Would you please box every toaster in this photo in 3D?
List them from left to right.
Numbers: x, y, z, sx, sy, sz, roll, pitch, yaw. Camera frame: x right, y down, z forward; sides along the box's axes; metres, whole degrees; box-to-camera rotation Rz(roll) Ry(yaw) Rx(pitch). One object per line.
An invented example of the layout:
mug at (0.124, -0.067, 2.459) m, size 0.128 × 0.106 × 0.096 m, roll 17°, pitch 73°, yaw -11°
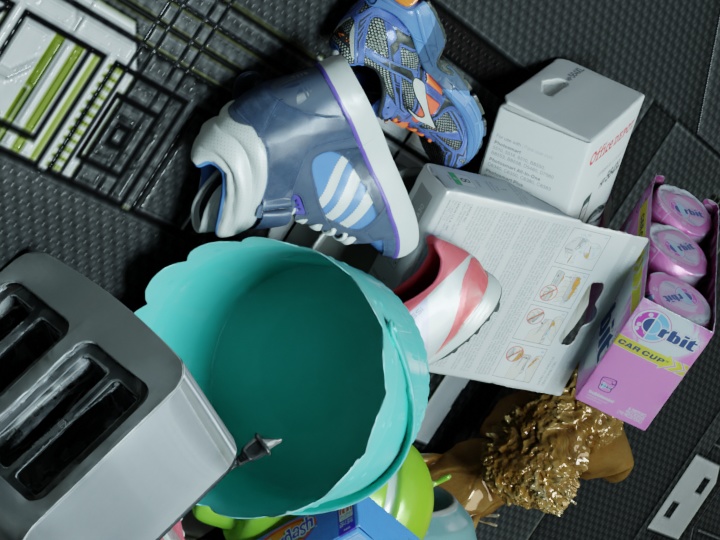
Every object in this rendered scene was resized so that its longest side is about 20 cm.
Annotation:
toaster at (-0.193, 0.105, 1.355) m, size 0.200 × 0.181 × 0.119 m, roll -44°, pitch 145°, yaw -15°

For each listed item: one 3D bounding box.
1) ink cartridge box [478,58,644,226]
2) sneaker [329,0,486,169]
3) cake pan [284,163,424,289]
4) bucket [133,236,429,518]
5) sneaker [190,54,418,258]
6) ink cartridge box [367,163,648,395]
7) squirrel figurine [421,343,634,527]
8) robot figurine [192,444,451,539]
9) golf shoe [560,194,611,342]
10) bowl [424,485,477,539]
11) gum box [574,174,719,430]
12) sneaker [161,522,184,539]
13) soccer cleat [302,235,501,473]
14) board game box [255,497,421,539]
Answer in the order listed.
ink cartridge box at (0.146, -0.054, 1.709) m, size 0.146 × 0.084 × 0.200 m, roll -40°, pitch 151°, yaw -57°
sneaker at (0.029, -0.137, 1.538) m, size 0.078 × 0.075 × 0.200 m, roll -39°, pitch 138°, yaw -7°
cake pan at (0.000, 0.000, 1.646) m, size 0.200 × 0.037 × 0.200 m, roll -33°, pitch 142°, yaw -31°
bucket at (-0.054, 0.077, 1.474) m, size 0.207 × 0.207 × 0.135 m, roll -59°, pitch 160°, yaw 8°
sneaker at (-0.049, -0.055, 1.487) m, size 0.146 × 0.081 × 0.200 m, roll -28°, pitch 140°, yaw -5°
ink cartridge box at (0.104, 0.010, 1.634) m, size 0.200 × 0.050 × 0.161 m, roll 10°, pitch 119°, yaw -33°
squirrel figurine at (0.141, 0.160, 1.877) m, size 0.186 × 0.142 × 0.200 m, roll -26°, pitch 175°, yaw -9°
robot figurine at (-0.032, 0.173, 1.641) m, size 0.200 × 0.116 × 0.176 m, roll 14°, pitch 116°, yaw -17°
golf shoe at (0.178, -0.009, 1.853) m, size 0.091 × 0.075 × 0.200 m, roll -31°, pitch 148°, yaw -51°
bowl at (0.019, 0.238, 1.779) m, size 0.201 × 0.201 × 0.105 m, roll -7°, pitch 106°, yaw -50°
gum box at (0.237, 0.021, 1.715) m, size 0.200 × 0.066 × 0.114 m, roll -73°, pitch -170°, yaw -55°
sneaker at (-0.151, 0.165, 1.493) m, size 0.087 × 0.074 × 0.200 m, roll -28°, pitch 97°, yaw -52°
soccer cleat at (0.016, 0.062, 1.553) m, size 0.200 × 0.068 × 0.073 m, roll -47°, pitch 115°, yaw -1°
board game box at (-0.003, 0.262, 1.615) m, size 0.152 × 0.045 × 0.200 m, roll -30°, pitch 128°, yaw 21°
